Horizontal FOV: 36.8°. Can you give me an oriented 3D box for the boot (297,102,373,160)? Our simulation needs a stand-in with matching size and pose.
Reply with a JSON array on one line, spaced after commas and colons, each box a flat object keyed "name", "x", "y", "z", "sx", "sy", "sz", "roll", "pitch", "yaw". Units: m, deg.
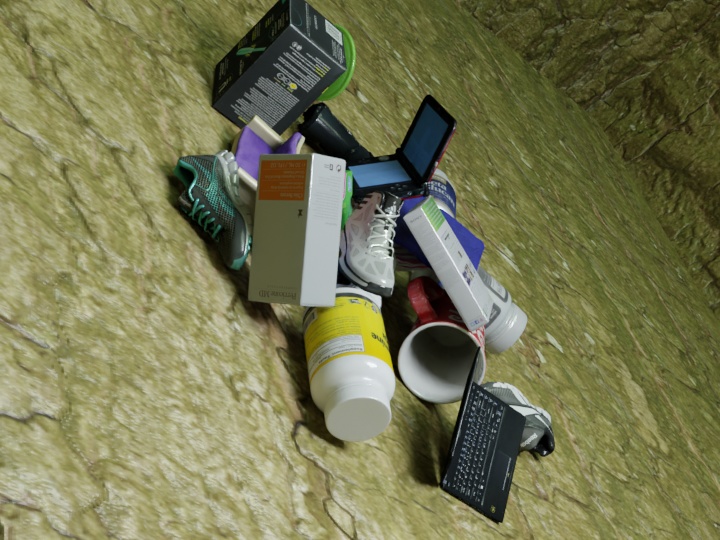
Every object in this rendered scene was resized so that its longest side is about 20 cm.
[{"name": "boot", "x": -0.039, "y": -0.211, "z": 1.954, "sx": 0.168, "sy": 0.076, "sz": 0.200, "roll": 42, "pitch": 18, "yaw": -24}]

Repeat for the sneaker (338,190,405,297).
[{"name": "sneaker", "x": 0.021, "y": -0.051, "z": 1.559, "sx": 0.076, "sy": 0.115, "sz": 0.201, "roll": 18, "pitch": 24, "yaw": -22}]

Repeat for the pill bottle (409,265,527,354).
[{"name": "pill bottle", "x": 0.193, "y": 0.051, "z": 1.912, "sx": 0.200, "sy": 0.114, "sz": 0.114, "roll": 42, "pitch": 25, "yaw": -16}]

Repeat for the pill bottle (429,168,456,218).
[{"name": "pill bottle", "x": 0.127, "y": -0.122, "z": 2.063, "sx": 0.111, "sy": 0.111, "sz": 0.200, "roll": 41, "pitch": 24, "yaw": -16}]

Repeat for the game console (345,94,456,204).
[{"name": "game console", "x": 0.054, "y": -0.199, "z": 1.756, "sx": 0.200, "sy": 0.172, "sz": 0.119, "roll": -115, "pitch": -162, "yaw": -66}]

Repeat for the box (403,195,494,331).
[{"name": "box", "x": 0.137, "y": -0.014, "z": 1.649, "sx": 0.200, "sy": 0.036, "sz": 0.144, "roll": 60, "pitch": 14, "yaw": -4}]

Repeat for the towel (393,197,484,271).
[{"name": "towel", "x": 0.107, "y": -0.057, "z": 1.783, "sx": 0.200, "sy": 0.050, "sz": 0.148, "roll": 36, "pitch": 35, "yaw": -6}]

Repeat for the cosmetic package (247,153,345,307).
[{"name": "cosmetic package", "x": -0.086, "y": -0.054, "z": 1.454, "sx": 0.071, "sy": 0.101, "sz": 0.200, "roll": 5, "pitch": 88, "yaw": -51}]

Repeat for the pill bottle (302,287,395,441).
[{"name": "pill bottle", "x": -0.015, "y": 0.125, "z": 1.446, "sx": 0.112, "sy": 0.112, "sz": 0.200, "roll": 33, "pitch": 28, "yaw": -31}]

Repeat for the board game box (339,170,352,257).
[{"name": "board game box", "x": -0.067, "y": -0.064, "z": 1.621, "sx": 0.200, "sy": 0.040, "sz": 0.153, "roll": -31, "pitch": 123, "yaw": -65}]

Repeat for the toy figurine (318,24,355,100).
[{"name": "toy figurine", "x": -0.140, "y": -0.423, "z": 2.072, "sx": 0.184, "sy": 0.150, "sz": 0.200, "roll": 4, "pitch": 27, "yaw": -46}]

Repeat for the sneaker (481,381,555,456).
[{"name": "sneaker", "x": 0.259, "y": 0.249, "z": 1.783, "sx": 0.200, "sy": 0.066, "sz": 0.091, "roll": 33, "pitch": 25, "yaw": -36}]

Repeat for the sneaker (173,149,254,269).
[{"name": "sneaker", "x": -0.209, "y": -0.083, "z": 1.504, "sx": 0.091, "sy": 0.078, "sz": 0.200, "roll": 1, "pitch": 51, "yaw": -30}]

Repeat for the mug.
[{"name": "mug", "x": 0.140, "y": 0.090, "z": 1.712, "sx": 0.133, "sy": 0.178, "sz": 0.200, "roll": 6, "pitch": 19, "yaw": 9}]

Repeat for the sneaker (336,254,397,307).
[{"name": "sneaker", "x": 0.000, "y": 0.000, "z": 1.657, "sx": 0.087, "sy": 0.074, "sz": 0.200, "roll": 53, "pitch": 30, "yaw": -26}]

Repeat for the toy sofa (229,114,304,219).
[{"name": "toy sofa", "x": -0.154, "y": -0.165, "z": 1.666, "sx": 0.083, "sy": 0.098, "sz": 0.200, "roll": 40, "pitch": 26, "yaw": -20}]

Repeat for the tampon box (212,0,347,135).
[{"name": "tampon box", "x": -0.138, "y": -0.341, "z": 1.831, "sx": 0.126, "sy": 0.200, "sz": 0.150, "roll": 36, "pitch": 28, "yaw": -27}]

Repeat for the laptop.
[{"name": "laptop", "x": 0.185, "y": 0.236, "z": 1.549, "sx": 0.200, "sy": 0.103, "sz": 0.177, "roll": 35, "pitch": 57, "yaw": -26}]

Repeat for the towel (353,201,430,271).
[{"name": "towel", "x": 0.050, "y": -0.082, "z": 1.815, "sx": 0.146, "sy": 0.030, "sz": 0.200, "roll": -3, "pitch": 53, "yaw": -46}]
